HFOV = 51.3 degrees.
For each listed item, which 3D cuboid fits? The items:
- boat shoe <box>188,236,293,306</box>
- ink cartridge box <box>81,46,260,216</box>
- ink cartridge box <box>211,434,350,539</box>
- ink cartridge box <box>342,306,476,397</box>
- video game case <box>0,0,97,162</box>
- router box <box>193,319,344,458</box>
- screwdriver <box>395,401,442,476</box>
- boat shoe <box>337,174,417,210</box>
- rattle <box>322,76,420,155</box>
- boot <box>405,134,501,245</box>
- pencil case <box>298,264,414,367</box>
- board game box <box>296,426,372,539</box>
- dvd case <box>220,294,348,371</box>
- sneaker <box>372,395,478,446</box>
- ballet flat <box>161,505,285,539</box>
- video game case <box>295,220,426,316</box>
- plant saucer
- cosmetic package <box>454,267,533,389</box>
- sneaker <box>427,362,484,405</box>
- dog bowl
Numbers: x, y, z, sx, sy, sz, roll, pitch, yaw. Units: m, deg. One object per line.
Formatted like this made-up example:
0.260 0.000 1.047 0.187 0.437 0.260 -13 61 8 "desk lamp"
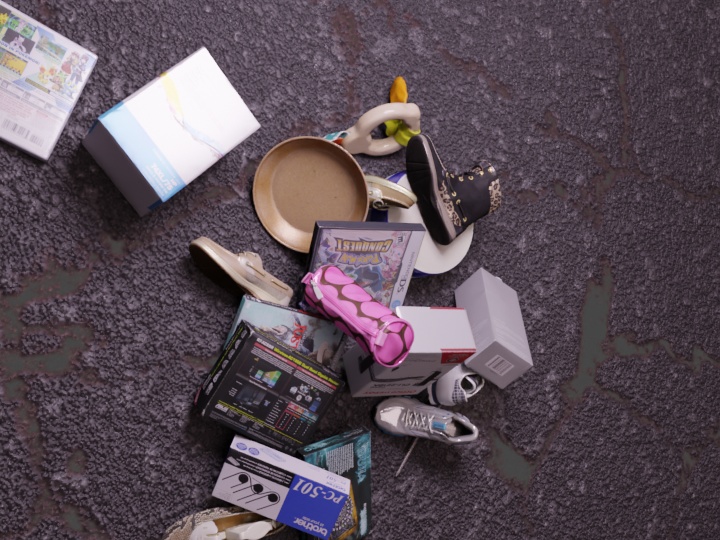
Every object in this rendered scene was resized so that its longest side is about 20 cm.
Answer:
-0.191 0.002 1.221 0.200 0.072 0.065 41 62 -27 "boat shoe"
-0.286 -0.207 1.136 0.200 0.146 0.147 -44 106 -25 "ink cartridge box"
-0.124 0.342 1.181 0.198 0.044 0.095 22 107 -4 "ink cartridge box"
0.079 0.142 1.280 0.143 0.200 0.085 3 61 -30 "ink cartridge box"
-0.511 -0.284 1.085 0.199 0.022 0.184 27 73 -25 "video game case"
-0.144 0.192 1.200 0.199 0.062 0.151 34 89 -30 "router box"
0.114 0.294 1.402 0.028 0.029 0.201 40 74 -21 "screwdriver"
-0.001 -0.132 1.296 0.198 0.073 0.064 16 85 11 "boat shoe"
0.001 -0.281 1.358 0.197 0.130 0.145 -14 81 -4 "rattle"
0.170 -0.164 1.349 0.150 0.073 0.202 -27 103 -28 "boot"
-0.008 0.068 1.176 0.091 0.199 0.094 -53 141 -4 "pencil case"
-0.041 0.376 1.263 0.134 0.028 0.203 -12 109 -33 "board game box"
-0.126 0.132 1.241 0.198 0.022 0.147 17 102 -29 "dvd case"
0.122 0.270 1.349 0.197 0.087 0.076 11 80 -10 "sneaker"
-0.206 0.405 1.171 0.198 0.075 0.069 -6 97 -30 "ballet flat"
0.000 0.000 1.285 0.198 0.026 0.182 0 124 -24 "video game case"
-0.081 -0.128 1.258 0.201 0.199 0.036 55 20 -14 "plant saucer"
0.245 0.103 1.400 0.106 0.090 0.201 33 31 -23 "cosmetic package"
0.203 0.192 1.400 0.200 0.080 0.077 -40 117 -47 "sneaker"
0.111 -0.089 1.397 0.198 0.079 0.203 3 84 -30 "dog bowl"
